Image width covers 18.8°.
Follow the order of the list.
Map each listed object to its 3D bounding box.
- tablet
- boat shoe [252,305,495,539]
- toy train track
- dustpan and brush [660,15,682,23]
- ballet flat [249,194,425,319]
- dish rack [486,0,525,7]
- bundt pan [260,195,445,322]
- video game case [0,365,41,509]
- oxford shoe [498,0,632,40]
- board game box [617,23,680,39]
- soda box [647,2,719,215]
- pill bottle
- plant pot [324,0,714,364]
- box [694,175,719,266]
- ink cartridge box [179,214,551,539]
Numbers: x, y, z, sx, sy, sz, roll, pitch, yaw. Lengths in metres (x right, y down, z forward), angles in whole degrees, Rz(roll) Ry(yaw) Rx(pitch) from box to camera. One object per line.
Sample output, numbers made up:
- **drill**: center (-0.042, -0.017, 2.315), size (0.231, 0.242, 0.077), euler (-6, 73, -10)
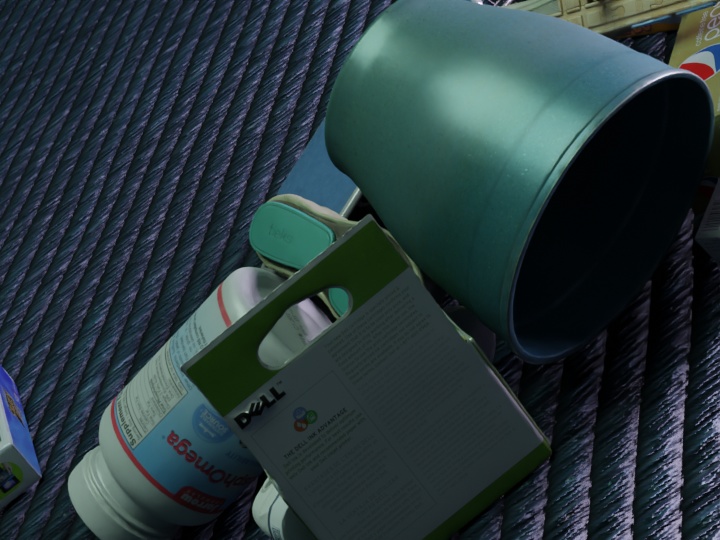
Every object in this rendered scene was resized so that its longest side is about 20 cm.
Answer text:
- **tablet**: center (0.012, -0.120, 1.592), size (0.201, 0.014, 0.130), euler (-58, 25, 1)
- **boat shoe**: center (0.003, 0.095, 1.412), size (0.200, 0.074, 0.065), euler (-44, 30, -15)
- **toy train track**: center (0.179, -0.179, 1.472), size (0.199, 0.116, 0.032), euler (-14, -11, 30)
- **dustpan and brush**: center (0.213, -0.213, 1.592), size (0.200, 0.139, 0.058), euler (127, 151, -52)
- **ballet flat**: center (0.000, 0.000, 1.440), size (0.069, 0.070, 0.200), euler (-42, 39, -9)
- **dish rack**: center (0.053, -0.157, 1.722), size (0.154, 0.054, 0.200), euler (-53, 2, -30)
- **bundt pan**: center (0.030, -0.031, 1.587), size (0.201, 0.076, 0.202), euler (-31, 26, 17)
- **video game case**: center (-0.357, 0.171, 1.800), size (0.181, 0.046, 0.200), euler (-37, 24, 0)
- **oxford shoe**: center (0.144, -0.166, 1.554), size (0.199, 0.075, 0.058), euler (-15, 67, 30)
- **board game box**: center (0.252, -0.222, 1.678), size (0.199, 0.030, 0.096), euler (-6, 40, 53)
- **soda box**: center (0.251, -0.130, 1.469), size (0.064, 0.068, 0.201), euler (-22, 29, 32)
- **pill bottle**: center (-0.107, 0.101, 1.481), size (0.200, 0.109, 0.109), euler (-47, 21, 20)
- **plant pot**: center (0.085, -0.075, 1.356), size (0.187, 0.200, 0.200), euler (33, 69, 28)
- **box**: center (0.267, -0.092, 1.369), size (0.041, 0.039, 0.201), euler (-4, 54, 49)
- **ink cartridge box**: center (-0.002, 0.072, 1.305), size (0.148, 0.200, 0.076), euler (-38, 24, -2)
